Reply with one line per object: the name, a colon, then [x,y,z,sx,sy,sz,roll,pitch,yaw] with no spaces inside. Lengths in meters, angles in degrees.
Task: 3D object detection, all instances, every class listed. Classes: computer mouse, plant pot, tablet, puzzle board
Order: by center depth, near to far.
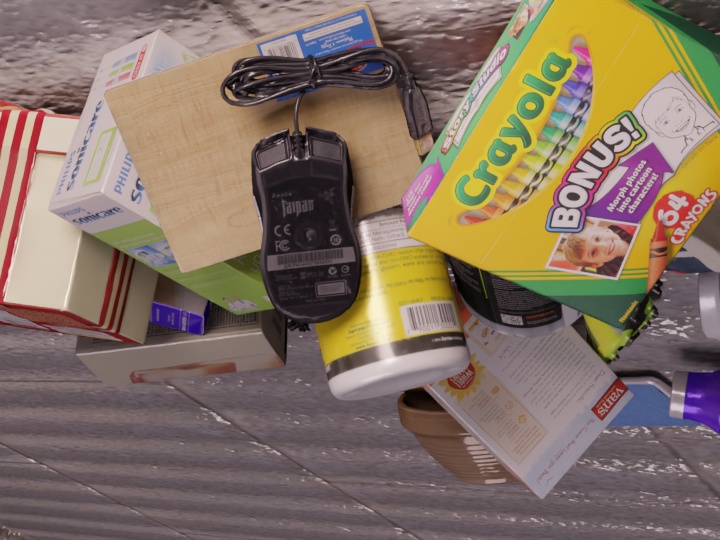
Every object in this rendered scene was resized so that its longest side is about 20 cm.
computer mouse: [-0.014,-0.067,0.986,0.140,0.201,0.046,-12,-160,-1]
puzzle board: [-0.065,-0.094,1.001,0.199,0.017,0.151,-18,114,7]
plant pot: [0.143,0.163,1.429,0.200,0.093,0.201,-9,-174,1]
tablet: [0.271,0.147,1.544,0.199,0.014,0.130,-5,150,41]

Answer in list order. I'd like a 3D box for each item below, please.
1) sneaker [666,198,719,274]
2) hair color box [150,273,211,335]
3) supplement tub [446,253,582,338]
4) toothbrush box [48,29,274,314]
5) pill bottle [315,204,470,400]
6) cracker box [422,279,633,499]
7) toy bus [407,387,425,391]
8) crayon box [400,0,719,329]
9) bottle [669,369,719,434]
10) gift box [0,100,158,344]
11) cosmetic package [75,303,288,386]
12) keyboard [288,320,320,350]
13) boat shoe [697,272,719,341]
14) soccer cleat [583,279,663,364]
sneaker: [0.215,-0.047,1.051,0.084,0.075,0.200,-10,148,36]
hair color box: [-0.233,-0.020,1.341,0.199,0.110,0.065,15,157,-1]
supplement tub: [0.122,-0.038,1.068,0.122,0.123,0.200,8,157,16]
toothbrush box: [-0.128,-0.073,1.109,0.200,0.146,0.086,32,153,-34]
pill bottle: [0.010,-0.008,1.080,0.114,0.201,0.114,-13,168,-3]
cracker box: [0.142,0.096,1.279,0.200,0.134,0.058,46,174,-22]
toy bus: [0.097,0.082,1.398,0.199,0.079,0.065,-4,167,37]
crayon box: [0.149,-0.079,0.904,0.172,0.058,0.200,22,118,-19]
bottle: [0.403,0.134,1.342,0.199,0.084,0.065,6,156,17]
gift box: [-0.272,-0.046,1.214,0.184,0.188,0.200,8,170,13]
cosmetic package: [-0.180,0.050,1.419,0.199,0.104,0.087,-6,150,12]
keyboard: [-0.012,0.052,1.490,0.126,0.021,0.200,11,157,-9]
boat shoe: [0.339,0.035,1.187,0.065,0.074,0.200,-4,161,28]
soccer cleat: [0.224,0.025,1.255,0.084,0.065,0.200,40,168,17]
